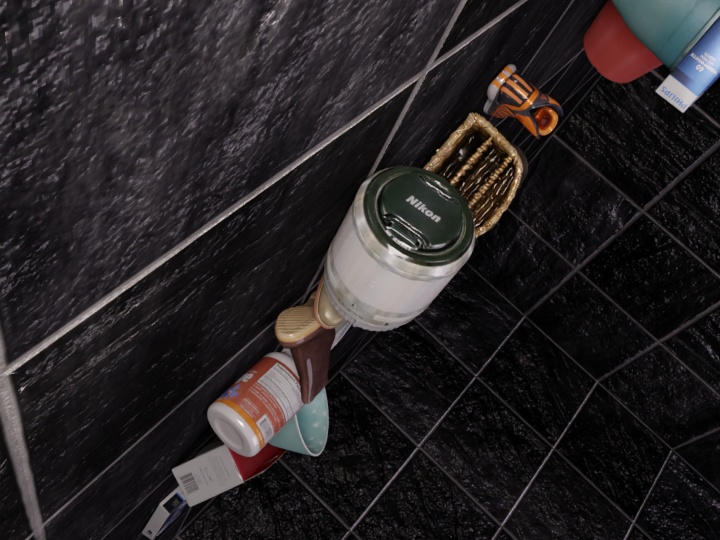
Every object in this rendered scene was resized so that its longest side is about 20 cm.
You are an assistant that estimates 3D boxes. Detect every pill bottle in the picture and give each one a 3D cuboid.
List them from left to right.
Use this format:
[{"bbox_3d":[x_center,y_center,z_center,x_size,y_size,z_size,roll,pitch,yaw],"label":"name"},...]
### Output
[{"bbox_3d":[-0.156,0.213,1.251,0.200,0.112,0.112,-42,171,-37],"label":"pill bottle"}]

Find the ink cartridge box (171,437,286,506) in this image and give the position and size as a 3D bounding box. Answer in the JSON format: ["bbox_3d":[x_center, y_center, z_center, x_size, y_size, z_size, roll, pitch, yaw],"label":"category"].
[{"bbox_3d":[-0.246,0.370,1.465,0.175,0.084,0.200,-27,178,14],"label":"ink cartridge box"}]

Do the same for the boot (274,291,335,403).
[{"bbox_3d":[-0.081,0.135,1.149,0.200,0.072,0.167,-46,138,-70],"label":"boot"}]

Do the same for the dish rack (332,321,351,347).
[{"bbox_3d":[-0.095,0.170,1.652,0.200,0.044,0.172,-42,170,-37],"label":"dish rack"}]

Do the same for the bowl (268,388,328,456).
[{"bbox_3d":[-0.145,0.274,1.458,0.105,0.201,0.201,-10,-179,13],"label":"bowl"}]

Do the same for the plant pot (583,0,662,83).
[{"bbox_3d":[0.554,-0.479,1.440,0.200,0.200,0.177,-43,180,-32],"label":"plant pot"}]

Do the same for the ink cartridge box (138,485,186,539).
[{"bbox_3d":[-0.455,0.572,1.725,0.099,0.039,0.200,-40,171,-47],"label":"ink cartridge box"}]

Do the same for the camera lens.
[{"bbox_3d":[0.046,-0.026,0.955,0.160,0.160,0.200,-42,171,-34],"label":"camera lens"}]

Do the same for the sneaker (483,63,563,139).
[{"bbox_3d":[0.260,-0.254,1.167,0.078,0.112,0.200,-49,173,13],"label":"sneaker"}]

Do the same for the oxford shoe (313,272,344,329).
[{"bbox_3d":[0.000,0.000,1.090,0.075,0.070,0.200,-11,-137,59],"label":"oxford shoe"}]

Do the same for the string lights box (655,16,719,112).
[{"bbox_3d":[0.556,-0.345,1.128,0.200,0.059,0.103,-54,167,32],"label":"string lights box"}]

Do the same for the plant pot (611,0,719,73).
[{"bbox_3d":[0.506,-0.461,1.182,0.200,0.188,0.200,-45,170,-10],"label":"plant pot"}]

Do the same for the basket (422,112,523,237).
[{"bbox_3d":[0.174,-0.132,1.199,0.200,0.143,0.149,-48,173,5],"label":"basket"}]

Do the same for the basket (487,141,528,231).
[{"bbox_3d":[0.264,-0.183,1.522,0.200,0.136,0.180,-45,177,-44],"label":"basket"}]
